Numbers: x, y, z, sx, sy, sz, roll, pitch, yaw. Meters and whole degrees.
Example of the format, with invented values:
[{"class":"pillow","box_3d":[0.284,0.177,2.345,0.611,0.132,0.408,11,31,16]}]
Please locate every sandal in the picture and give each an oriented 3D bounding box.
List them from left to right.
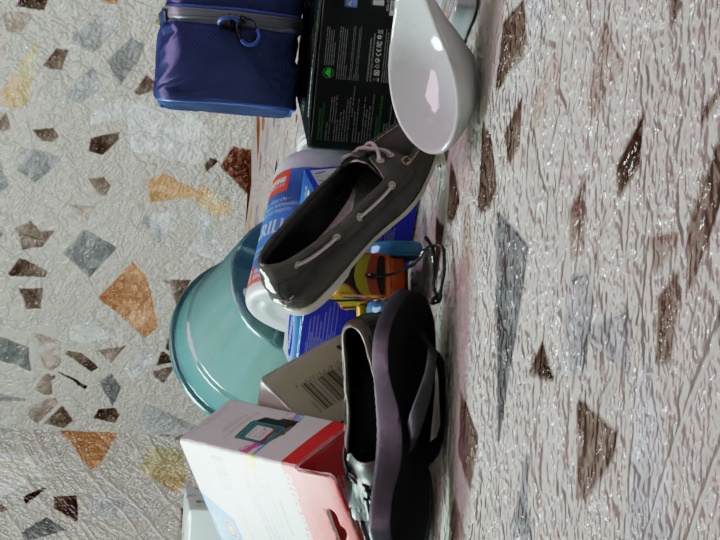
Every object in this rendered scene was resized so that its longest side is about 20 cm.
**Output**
[{"class":"sandal","box_3d":[0.043,0.113,1.331,0.076,0.043,0.200,24,-116,-58]}]

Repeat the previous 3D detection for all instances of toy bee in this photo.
[{"class":"toy bee","box_3d":[0.000,0.000,1.468,0.200,0.109,0.131,103,166,-61]}]

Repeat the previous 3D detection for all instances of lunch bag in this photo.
[{"class":"lunch bag","box_3d":[-0.122,-0.215,1.673,0.200,0.136,0.133,-163,77,-84]}]

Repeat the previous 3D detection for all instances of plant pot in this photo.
[{"class":"plant pot","box_3d":[-0.080,0.044,1.837,0.196,0.200,0.201,127,146,-63]}]

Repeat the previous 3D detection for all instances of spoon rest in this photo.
[{"class":"spoon rest","box_3d":[0.052,-0.179,1.274,0.099,0.061,0.200,41,130,51]}]

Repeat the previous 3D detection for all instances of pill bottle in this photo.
[{"class":"pill bottle","box_3d":[-0.037,-0.046,1.713,0.112,0.112,0.200,108,174,-65]}]

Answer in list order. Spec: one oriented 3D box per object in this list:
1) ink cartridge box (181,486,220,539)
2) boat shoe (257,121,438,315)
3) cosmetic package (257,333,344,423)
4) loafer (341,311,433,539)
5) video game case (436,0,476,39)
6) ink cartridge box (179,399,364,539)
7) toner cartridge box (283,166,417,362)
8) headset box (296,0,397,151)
[{"class":"ink cartridge box","box_3d":[-0.193,0.410,2.680,0.200,0.145,0.145,-148,61,-83]},{"class":"boat shoe","box_3d":[-0.007,-0.054,1.401,0.200,0.067,0.057,-53,-47,-19]},{"class":"cosmetic package","box_3d":[-0.035,0.165,1.611,0.087,0.103,0.200,43,145,27]},{"class":"loafer","box_3d":[0.009,0.131,1.383,0.063,0.072,0.200,2,-97,-55]},{"class":"video game case","box_3d":[0.067,-0.256,1.405,0.143,0.018,0.200,108,163,-66]},{"class":"ink cartridge box","box_3d":[-0.051,0.184,1.493,0.200,0.067,0.116,7,124,47]},{"class":"toner cartridge box","box_3d":[-0.010,0.000,1.585,0.043,0.095,0.200,-116,27,-49]},{"class":"headset box","box_3d":[-0.003,-0.220,1.654,0.200,0.093,0.174,-103,18,-67]}]
